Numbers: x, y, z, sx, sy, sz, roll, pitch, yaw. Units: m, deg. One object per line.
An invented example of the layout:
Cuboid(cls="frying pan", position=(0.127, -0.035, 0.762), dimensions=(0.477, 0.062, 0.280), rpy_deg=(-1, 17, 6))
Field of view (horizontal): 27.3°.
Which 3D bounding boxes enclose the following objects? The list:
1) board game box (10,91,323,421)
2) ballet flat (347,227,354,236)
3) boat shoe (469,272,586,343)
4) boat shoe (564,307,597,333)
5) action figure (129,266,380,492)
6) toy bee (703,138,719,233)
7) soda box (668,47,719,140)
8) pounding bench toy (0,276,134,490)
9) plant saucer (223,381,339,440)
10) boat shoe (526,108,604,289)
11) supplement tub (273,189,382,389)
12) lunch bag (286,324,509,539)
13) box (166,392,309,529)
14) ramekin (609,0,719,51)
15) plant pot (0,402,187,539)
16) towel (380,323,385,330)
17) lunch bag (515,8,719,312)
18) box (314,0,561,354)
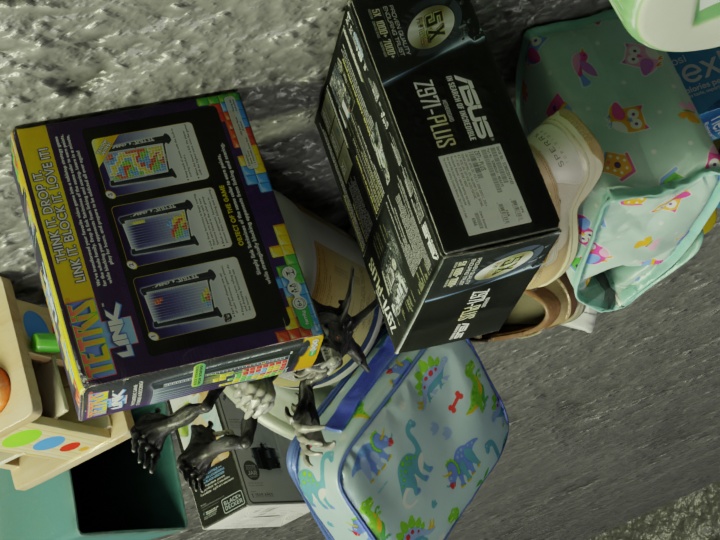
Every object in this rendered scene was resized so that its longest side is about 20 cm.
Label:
Cuboid(cls="board game box", position=(-0.134, -0.014, 1.004), dimensions=(0.165, 0.201, 0.057), rpy_deg=(-12, 155, -17))
Cuboid(cls="ballet flat", position=(0.000, 0.000, 1.341), dimensions=(0.063, 0.069, 0.200), rpy_deg=(-2, 155, -6))
Cuboid(cls="boat shoe", position=(0.101, 0.029, 1.315), dimensions=(0.200, 0.076, 0.072), rpy_deg=(-11, -169, 38))
Cuboid(cls="boat shoe", position=(0.125, 0.022, 1.379), dimensions=(0.199, 0.067, 0.074), rpy_deg=(5, 177, 26))
Cuboid(cls="action figure", position=(-0.063, 0.087, 1.070), dimensions=(0.200, 0.102, 0.119), rpy_deg=(-38, 130, 13))
Cuboid(cls="toy bee", position=(0.297, -0.093, 1.316), dimensions=(0.108, 0.131, 0.200), rpy_deg=(20, 153, -23))
Cuboid(cls="soda box", position=(0.328, -0.163, 1.222), dimensions=(0.199, 0.068, 0.064), rpy_deg=(-19, 159, -2))
Cuboid(cls="pounding bench toy", position=(-0.264, 0.079, 1.219), dimensions=(0.200, 0.125, 0.156), rpy_deg=(-27, 157, 18))
Cuboid(cls="plant saucer", position=(-0.044, 0.080, 1.343), dimensions=(0.200, 0.200, 0.050), rpy_deg=(1, 128, -42))
Cuboid(cls="boat shoe", position=(0.119, -0.041, 1.081), dimensions=(0.069, 0.074, 0.200), rpy_deg=(-30, 155, -19))
Cuboid(cls="supplement tub", position=(-0.080, 0.012, 1.188), dimensions=(0.144, 0.145, 0.200), rpy_deg=(-27, 157, 17))
Cuboid(cls="lunch bag", position=(0.035, 0.146, 1.267), dimensions=(0.082, 0.200, 0.161), rpy_deg=(5, 136, 44))
Cuboid(cls="box", position=(-0.116, 0.135, 1.378), dimensions=(0.060, 0.201, 0.116), rpy_deg=(-31, 158, 30))
Cuboid(cls="ramekin", position=(0.237, -0.228, 0.949), dimensions=(0.199, 0.098, 0.200), rpy_deg=(-17, 159, -7))
Cuboid(cls="plant pot", position=(-0.305, 0.226, 1.521), dimensions=(0.200, 0.142, 0.141), rpy_deg=(-27, 158, 36))
Cuboid(cls="towel", position=(0.019, 0.074, 1.508), dimensions=(0.199, 0.035, 0.133), rpy_deg=(-14, -179, -11))
Cuboid(cls="lunch bag", position=(0.192, -0.080, 1.161), dimensions=(0.122, 0.171, 0.200), rpy_deg=(-16, 153, -10))
Cuboid(cls="box", position=(0.047, -0.069, 1.028), dimensions=(0.086, 0.201, 0.164), rpy_deg=(-13, 157, -16))
